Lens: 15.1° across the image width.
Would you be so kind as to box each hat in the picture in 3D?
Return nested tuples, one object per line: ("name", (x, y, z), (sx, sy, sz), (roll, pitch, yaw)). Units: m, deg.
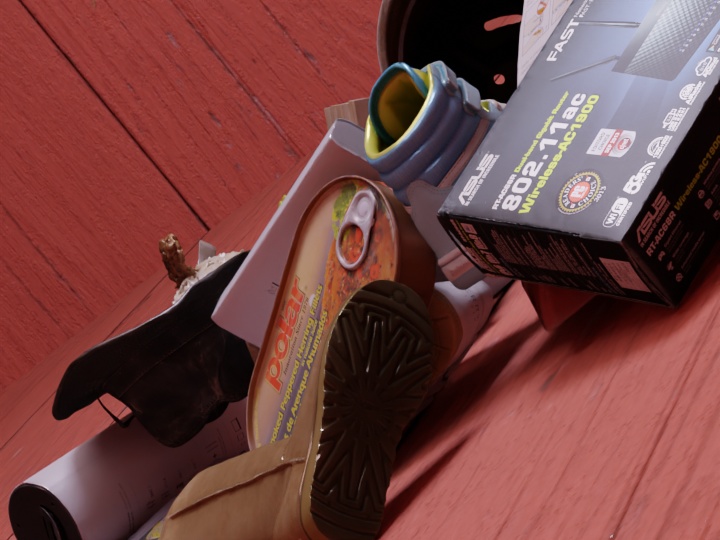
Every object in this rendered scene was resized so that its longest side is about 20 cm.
("hat", (-0.122, 0.073, 1.871), (0.200, 0.081, 0.201), (-33, -8, -5))

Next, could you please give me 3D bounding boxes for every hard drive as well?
("hard drive", (0.000, 0.000, 1.732), (0.200, 0.131, 0.026), (-54, 10, 46))

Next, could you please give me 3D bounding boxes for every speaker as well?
("speaker", (-0.157, 0.144, 1.945), (0.200, 0.081, 0.081), (-33, 1, -41))

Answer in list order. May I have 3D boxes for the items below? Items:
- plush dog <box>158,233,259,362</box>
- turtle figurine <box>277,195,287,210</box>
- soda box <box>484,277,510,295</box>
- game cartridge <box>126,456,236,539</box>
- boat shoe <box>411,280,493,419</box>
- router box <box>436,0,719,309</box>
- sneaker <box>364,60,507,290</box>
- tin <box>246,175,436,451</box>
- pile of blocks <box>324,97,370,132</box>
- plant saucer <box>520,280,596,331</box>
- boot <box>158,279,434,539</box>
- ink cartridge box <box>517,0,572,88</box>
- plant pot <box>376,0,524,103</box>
("plush dog", (-0.058, 0.032, 2.096), (0.171, 0.161, 0.200), (-10, 20, 25))
("turtle figurine", (0.017, -0.034, 2.179), (0.160, 0.065, 0.200), (2, 8, -20))
("soda box", (0.030, 0.026, 1.889), (0.200, 0.064, 0.068), (-41, 7, -5))
("game cartridge", (-0.114, 0.179, 1.812), (0.133, 0.041, 0.200), (-46, 8, -14))
("boat shoe", (0.017, 0.067, 1.705), (0.069, 0.071, 0.200), (-25, -10, -46))
("router box", (0.154, -0.082, 1.504), (0.149, 0.062, 0.201), (9, 59, 50))
("sneaker", (0.076, -0.088, 1.629), (0.079, 0.131, 0.200), (-36, 7, 36))
("tin", (-0.013, 0.042, 1.645), (0.112, 0.042, 0.201), (31, 108, 47))
("pile of blocks", (0.037, -0.033, 1.835), (0.062, 0.201, 0.082), (-11, -21, -21))
("plant saucer", (0.169, -0.054, 1.606), (0.199, 0.037, 0.200), (-40, 6, 4))
("boot", (-0.046, 0.107, 1.586), (0.200, 0.066, 0.176), (-30, 35, 56))
("ink cartridge box", (0.162, -0.214, 1.705), (0.162, 0.050, 0.201), (-46, 31, 49))
("plant pot", (0.118, -0.144, 1.960), (0.200, 0.201, 0.198), (-40, -10, -2))
